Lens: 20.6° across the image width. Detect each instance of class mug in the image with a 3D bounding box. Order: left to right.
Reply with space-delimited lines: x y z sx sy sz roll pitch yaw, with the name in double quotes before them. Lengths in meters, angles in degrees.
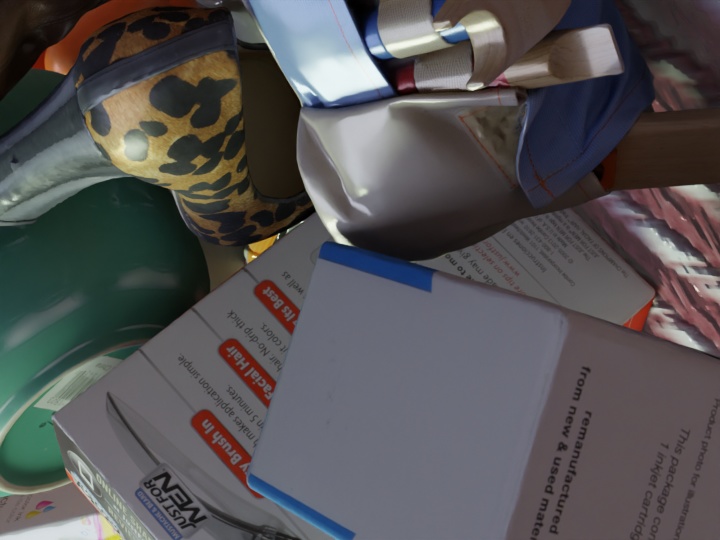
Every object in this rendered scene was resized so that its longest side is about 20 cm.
"mug" -0.147 0.021 0.758 0.115 0.184 0.152 51 149 23

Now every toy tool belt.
"toy tool belt" 0.031 -0.096 0.583 0.122 0.125 0.201 -9 127 30

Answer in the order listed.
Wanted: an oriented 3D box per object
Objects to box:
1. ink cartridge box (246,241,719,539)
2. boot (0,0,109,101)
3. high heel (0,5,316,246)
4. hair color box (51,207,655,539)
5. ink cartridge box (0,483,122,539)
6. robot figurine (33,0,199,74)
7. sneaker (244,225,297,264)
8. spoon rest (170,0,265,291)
"ink cartridge box" 0.089 0.065 0.590 0.199 0.085 0.146 18 179 -29
"boot" -0.119 -0.106 0.622 0.064 0.200 0.187 44 160 20
"high heel" -0.024 -0.059 0.683 0.142 0.199 0.072 -25 81 49
"hair color box" -0.001 0.043 0.733 0.111 0.200 0.064 46 160 18
"ink cartridge box" -0.105 0.118 1.071 0.199 0.148 0.086 -16 116 29
"robot figurine" -0.129 -0.080 0.951 0.143 0.117 0.200 5 153 0
"sneaker" 0.000 0.000 0.871 0.077 0.078 0.200 31 159 15
"spoon rest" -0.077 -0.035 0.851 0.099 0.060 0.201 37 120 33
